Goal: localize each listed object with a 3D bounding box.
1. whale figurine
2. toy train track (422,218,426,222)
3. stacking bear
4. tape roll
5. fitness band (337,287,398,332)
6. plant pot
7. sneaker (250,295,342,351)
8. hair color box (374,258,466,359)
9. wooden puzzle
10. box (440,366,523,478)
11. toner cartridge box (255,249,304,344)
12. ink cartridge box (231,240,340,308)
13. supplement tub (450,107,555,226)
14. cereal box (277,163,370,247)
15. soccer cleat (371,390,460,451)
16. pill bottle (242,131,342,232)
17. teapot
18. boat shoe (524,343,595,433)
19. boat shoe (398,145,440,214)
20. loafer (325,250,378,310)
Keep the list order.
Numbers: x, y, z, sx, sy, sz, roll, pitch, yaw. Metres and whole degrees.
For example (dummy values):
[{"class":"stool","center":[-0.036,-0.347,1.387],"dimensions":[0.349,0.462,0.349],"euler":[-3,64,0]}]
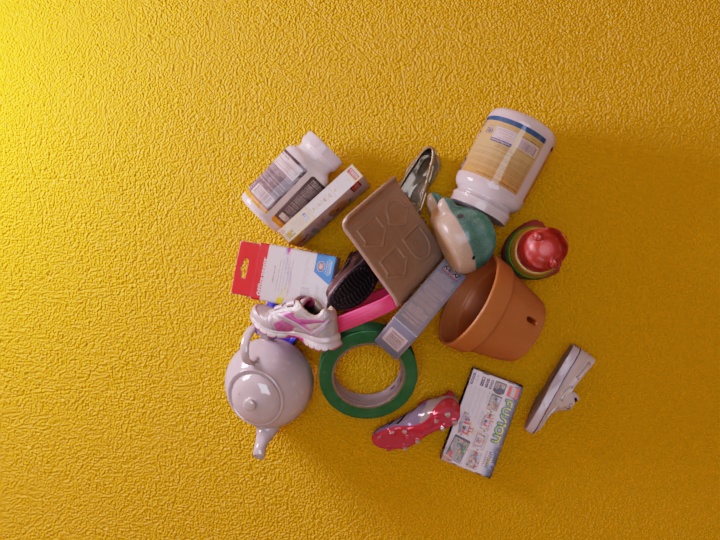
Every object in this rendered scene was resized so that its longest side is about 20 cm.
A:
[{"class":"whale figurine","center":[0.196,-0.086,1.285],"dimensions":[0.104,0.200,0.159],"euler":[-24,128,0]},{"class":"toy train track","center":[0.068,-0.029,1.364],"dimensions":[0.115,0.033,0.200],"euler":[36,80,18]},{"class":"stacking bear","center":[0.340,-0.038,1.258],"dimensions":[0.114,0.200,0.122],"euler":[-24,87,2]},{"class":"tape roll","center":[0.015,0.204,1.330],"dimensions":[0.200,0.048,0.201],"euler":[-1,110,-3]},{"class":"fitness band","center":[0.004,0.078,1.316],"dimensions":[0.200,0.144,0.037],"euler":[-24,93,15]},{"class":"plant pot","center":[0.264,0.087,1.283],"dimensions":[0.140,0.200,0.200],"euler":[29,92,-12]},{"class":"sneaker","center":[-0.121,0.087,1.260],"dimensions":[0.200,0.081,0.088],"euler":[12,104,22]},{"class":"hair color box","center":[0.118,0.074,1.279],"dimensions":[0.061,0.099,0.200],"euler":[41,50,6]},{"class":"wooden puzzle","center":[0.061,-0.056,1.266],"dimensions":[0.046,0.185,0.200],"euler":[-18,110,48]},{"class":"box","center":[0.248,0.312,1.347],"dimensions":[0.110,0.035,0.200],"euler":[20,91,6]},{"class":"toner cartridge box","center":[-0.138,0.064,1.386],"dimensions":[0.095,0.043,0.200],"euler":[32,93,5]},{"class":"ink cartridge box","center":[-0.151,0.012,1.333],"dimensions":[0.200,0.067,0.116],"euler":[11,89,7]},{"class":"supplement tub","center":[0.279,-0.203,1.297],"dimensions":[0.145,0.145,0.200],"euler":[29,92,6]},{"class":"cereal box","center":[-0.070,-0.128,1.333],"dimensions":[0.200,0.144,0.040],"euler":[-41,85,4]},{"class":"soccer cleat","center":[0.115,0.312,1.353],"dimensions":[0.200,0.077,0.067],"euler":[-27,116,20]},{"class":"pill bottle","center":[-0.139,-0.184,1.355],"dimensions":[0.116,0.116,0.200],"euler":[45,93,5]},{"class":"teapot","center":[-0.196,0.235,1.316],"dimensions":[0.200,0.146,0.197],"euler":[44,111,2]},{"class":"boat shoe","center":[0.406,0.250,1.318],"dimensions":[0.070,0.071,0.200],"euler":[32,86,8]},{"class":"boat shoe","center":[0.103,-0.159,1.344],"dimensions":[0.073,0.063,0.201],"euler":[29,86,15]},{"class":"loafer","center":[0.000,0.000,1.311],"dimensions":[0.200,0.071,0.073],"euler":[-46,122,-20]}]
